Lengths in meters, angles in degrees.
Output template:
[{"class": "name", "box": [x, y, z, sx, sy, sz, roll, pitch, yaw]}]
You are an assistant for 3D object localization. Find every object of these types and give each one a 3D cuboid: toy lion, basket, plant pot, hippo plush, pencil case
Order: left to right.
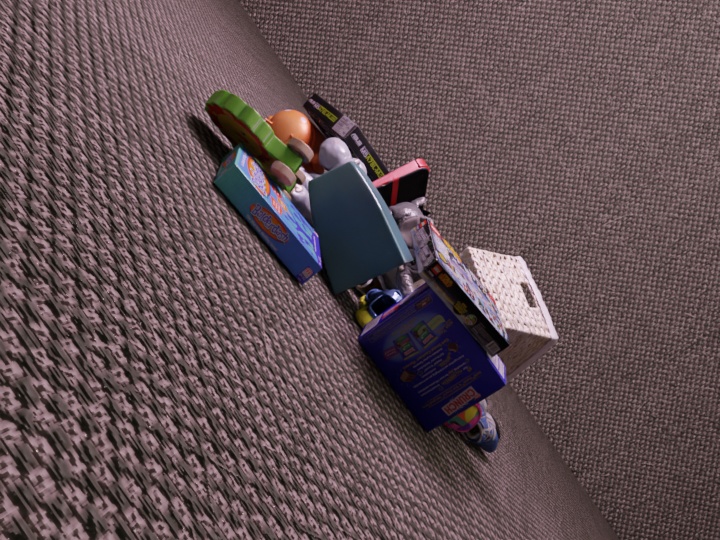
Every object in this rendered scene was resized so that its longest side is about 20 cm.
[{"class": "toy lion", "box": [-0.173, -0.209, 1.167, 0.190, 0.069, 0.200, 38, -13, -2]}, {"class": "hippo plush", "box": [-0.070, -0.174, 1.383, 0.202, 0.160, 0.159, 56, 9, 17]}, {"class": "plant pot", "box": [-0.009, -0.083, 1.275, 0.141, 0.138, 0.204, -16, 84, -80]}, {"class": "pencil case", "box": [0.172, 0.226, 1.413, 0.089, 0.088, 0.201, 47, 11, -34]}, {"class": "basket", "box": [0.229, 0.095, 1.347, 0.158, 0.201, 0.202, 12, 46, -32]}]

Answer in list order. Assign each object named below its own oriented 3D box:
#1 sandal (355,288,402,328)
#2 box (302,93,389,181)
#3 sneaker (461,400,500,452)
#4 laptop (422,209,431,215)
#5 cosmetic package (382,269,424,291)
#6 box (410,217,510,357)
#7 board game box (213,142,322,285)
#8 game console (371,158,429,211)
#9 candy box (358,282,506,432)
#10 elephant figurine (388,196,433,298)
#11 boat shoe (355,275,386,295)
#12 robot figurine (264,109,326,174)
[{"class": "sandal", "box": [0.045, 0.069, 1.327, 0.080, 0.087, 0.200, 50, 8, -7]}, {"class": "box", "box": [-0.022, -0.270, 1.532, 0.193, 0.047, 0.200, 46, 0, -43]}, {"class": "sneaker", "box": [0.239, 0.329, 1.481, 0.202, 0.074, 0.078, 58, 42, -39]}, {"class": "laptop", "box": [0.022, -0.147, 1.623, 0.199, 0.118, 0.186, 38, 13, 32]}, {"class": "cosmetic package", "box": [0.084, 0.019, 1.524, 0.201, 0.085, 0.105, -127, -157, -53]}, {"class": "box", "box": [0.157, 0.026, 1.130, 0.200, 0.040, 0.138, 47, 19, -24]}, {"class": "board game box", "box": [-0.137, -0.090, 1.086, 0.201, 0.045, 0.153, 50, 9, -21]}, {"class": "game console", "box": [0.063, -0.132, 1.487, 0.031, 0.174, 0.202, 51, -25, 30]}, {"class": "candy box", "box": [0.121, 0.138, 1.177, 0.202, 0.168, 0.077, 53, 22, -5]}, {"class": "elephant figurine", "box": [0.109, -0.040, 1.412, 0.139, 0.158, 0.200, 3, 29, -43]}, {"class": "boat shoe", "box": [0.000, 0.000, 1.412, 0.201, 0.070, 0.070, 57, 3, -44]}, {"class": "robot figurine", "box": [-0.137, -0.274, 1.547, 0.200, 0.114, 0.148, 32, 46, -68]}]
